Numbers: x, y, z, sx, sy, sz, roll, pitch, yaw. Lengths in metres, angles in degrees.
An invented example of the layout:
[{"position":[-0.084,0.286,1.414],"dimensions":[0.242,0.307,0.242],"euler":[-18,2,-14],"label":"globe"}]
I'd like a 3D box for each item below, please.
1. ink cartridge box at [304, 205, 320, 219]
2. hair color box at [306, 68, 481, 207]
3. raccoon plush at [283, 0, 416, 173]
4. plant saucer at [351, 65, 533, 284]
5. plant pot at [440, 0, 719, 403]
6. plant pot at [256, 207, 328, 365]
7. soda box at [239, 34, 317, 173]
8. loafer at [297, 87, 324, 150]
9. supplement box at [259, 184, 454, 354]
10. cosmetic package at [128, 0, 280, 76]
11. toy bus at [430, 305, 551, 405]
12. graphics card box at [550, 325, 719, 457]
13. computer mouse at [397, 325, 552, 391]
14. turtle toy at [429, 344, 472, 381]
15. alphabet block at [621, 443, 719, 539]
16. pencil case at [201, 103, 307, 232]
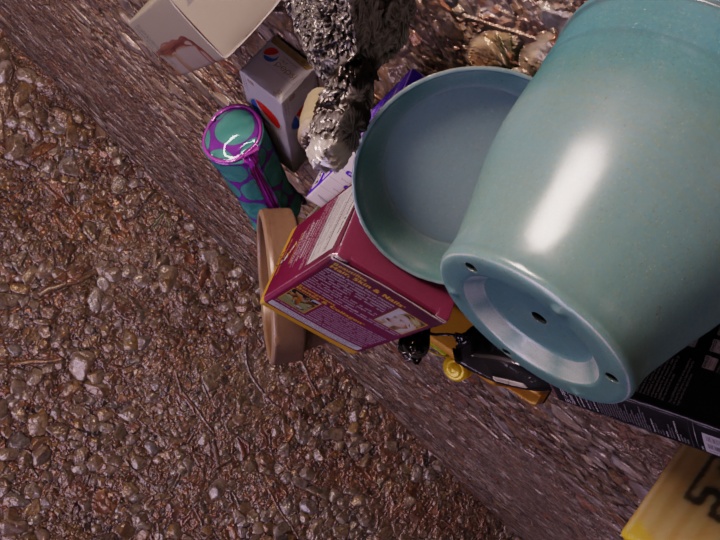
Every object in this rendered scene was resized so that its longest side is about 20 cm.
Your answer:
[{"position":[-0.003,-0.015,1.088],"dimensions":[0.200,0.146,0.048],"euler":[44,176,-9],"label":"ink cartridge box"},{"position":[0.038,-0.100,0.725],"dimensions":[0.109,0.065,0.200],"euler":[31,153,-15],"label":"hair color box"},{"position":[-0.047,-0.188,0.578],"dimensions":[0.133,0.201,0.097],"euler":[16,166,32],"label":"raccoon plush"},{"position":[0.092,-0.078,0.619],"dimensions":[0.200,0.199,0.036],"euler":[47,-153,-23],"label":"plant saucer"},{"position":[0.153,-0.032,0.457],"dimensions":[0.200,0.188,0.200],"euler":[38,165,12],"label":"plant pot"},{"position":[-0.041,0.017,0.968],"dimensions":[0.200,0.173,0.202],"euler":[177,90,-78],"label":"plant pot"},{"position":[-0.095,-0.202,0.935],"dimensions":[0.068,0.064,0.200],"euler":[39,168,9],"label":"soda box"},{"position":[-0.008,-0.147,0.855],"dimensions":[0.075,0.069,0.200],"euler":[-6,163,19],"label":"loafer"},{"position":[0.000,0.000,0.757],"dimensions":[0.130,0.104,0.200],"euler":[31,154,-18],"label":"supplement box"},{"position":[-0.174,-0.285,0.812],"dimensions":[0.087,0.104,0.200],"euler":[45,169,-25],"label":"cosmetic package"},{"position":[0.139,0.081,0.883],"dimensions":[0.199,0.065,0.078],"euler":[33,-171,34],"label":"toy bus"},{"position":[0.259,0.068,0.570],"dimensions":[0.199,0.126,0.051],"euler":[14,149,43],"label":"graphics card box"},{"position":[0.146,0.076,0.802],"dimensions":[0.198,0.141,0.046],"euler":[6,120,10],"label":"computer mouse"},{"position":[0.122,0.051,1.006],"dimensions":[0.199,0.102,0.145],"euler":[36,-149,19],"label":"turtle toy"},{"position":[0.387,0.239,0.645],"dimensions":[0.196,0.200,0.196],"euler":[48,165,-29],"label":"alphabet block"},{"position":[-0.137,-0.126,0.979],"dimensions":[0.093,0.085,0.200],"euler":[53,174,27],"label":"pencil case"}]
